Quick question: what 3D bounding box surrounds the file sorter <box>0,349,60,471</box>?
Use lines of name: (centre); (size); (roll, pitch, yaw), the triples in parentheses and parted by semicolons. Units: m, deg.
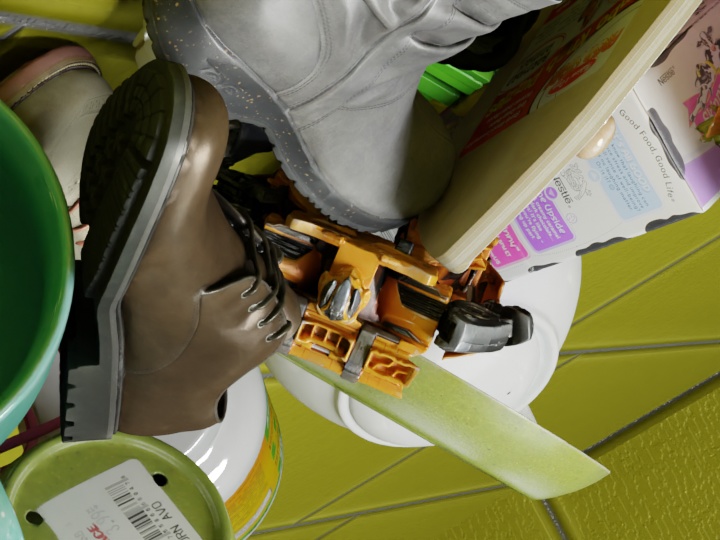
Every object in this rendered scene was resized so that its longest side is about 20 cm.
file sorter: (-0.224, 0.061, 1.223); (0.125, 0.139, 0.200); (-20, 166, -39)

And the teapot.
teapot: (0.036, 0.027, 1.523); (0.200, 0.146, 0.197); (-1, 142, -26)

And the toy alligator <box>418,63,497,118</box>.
toy alligator: (0.034, -0.102, 1.345); (0.200, 0.059, 0.054); (-33, -147, 55)

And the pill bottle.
pill bottle: (-0.095, 0.069, 1.319); (0.111, 0.111, 0.200); (-27, 168, -4)

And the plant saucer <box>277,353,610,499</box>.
plant saucer: (0.018, 0.053, 1.311); (0.031, 0.200, 0.200); (-59, 168, -2)

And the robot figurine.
robot figurine: (0.000, 0.000, 1.171); (0.200, 0.145, 0.058); (-60, 172, -77)

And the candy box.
candy box: (0.111, -0.066, 1.371); (0.200, 0.072, 0.168); (-21, -166, 45)

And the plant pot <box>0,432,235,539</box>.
plant pot: (-0.119, 0.156, 1.191); (0.187, 0.187, 0.200); (-21, 151, -31)

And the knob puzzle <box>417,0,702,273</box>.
knob puzzle: (0.088, -0.072, 1.109); (0.220, 0.030, 0.220); (-49, -169, 13)

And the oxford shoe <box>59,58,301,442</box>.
oxford shoe: (-0.060, -0.007, 1.037); (0.084, 0.073, 0.200); (3, 148, -8)

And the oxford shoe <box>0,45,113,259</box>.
oxford shoe: (-0.112, -0.038, 1.187); (0.071, 0.074, 0.200); (-40, 169, 4)

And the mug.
mug: (-0.185, 0.024, 1.047); (0.152, 0.185, 0.114); (10, 163, -10)

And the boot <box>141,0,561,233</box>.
boot: (0.023, -0.081, 1.039); (0.132, 0.070, 0.200); (-23, 156, 20)

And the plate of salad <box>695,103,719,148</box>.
plate of salad: (0.208, -0.095, 1.283); (0.048, 0.200, 0.200); (15, -160, 38)

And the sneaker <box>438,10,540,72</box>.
sneaker: (0.025, -0.108, 1.197); (0.071, 0.083, 0.200); (-22, 167, -25)

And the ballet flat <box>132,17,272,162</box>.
ballet flat: (-0.057, -0.081, 1.171); (0.073, 0.073, 0.200); (-26, 171, -11)
